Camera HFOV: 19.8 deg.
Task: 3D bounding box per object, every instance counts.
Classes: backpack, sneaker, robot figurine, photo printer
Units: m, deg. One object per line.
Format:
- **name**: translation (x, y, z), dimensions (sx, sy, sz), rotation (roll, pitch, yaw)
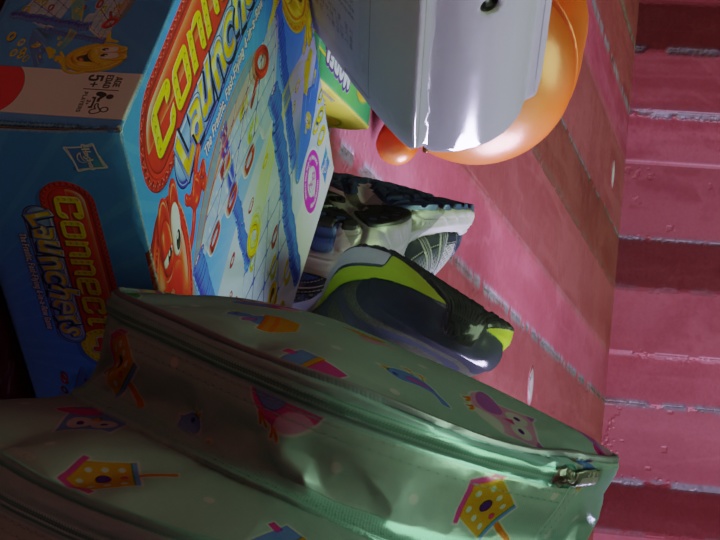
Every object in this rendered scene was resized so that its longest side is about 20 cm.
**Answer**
- **backpack**: translation (-0.032, 0.088, 0.596), dimensions (0.199, 0.175, 0.154), rotation (2, 104, -49)
- **sneaker**: translation (-0.009, 0.051, 0.817), dimensions (0.200, 0.074, 0.081), rotation (-30, -146, 58)
- **robot figurine**: translation (0.072, -0.133, 1.191), dimensions (0.200, 0.143, 0.117), rotation (-67, 146, -65)
- **sneaker**: translation (0.000, 0.000, 1.053), dimensions (0.200, 0.077, 0.086), rotation (-17, 121, -69)
- **photo printer**: translation (0.009, -0.163, 0.747), dimensions (0.167, 0.069, 0.200), rotation (56, -18, 29)

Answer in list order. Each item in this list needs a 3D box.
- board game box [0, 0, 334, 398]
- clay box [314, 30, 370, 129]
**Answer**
- **board game box**: translation (-0.066, -0.043, 0.729), dimensions (0.196, 0.056, 0.201), rotation (82, 17, -46)
- **clay box**: translation (-0.020, -0.146, 0.927), dimensions (0.115, 0.047, 0.201), rotation (29, 65, -77)
